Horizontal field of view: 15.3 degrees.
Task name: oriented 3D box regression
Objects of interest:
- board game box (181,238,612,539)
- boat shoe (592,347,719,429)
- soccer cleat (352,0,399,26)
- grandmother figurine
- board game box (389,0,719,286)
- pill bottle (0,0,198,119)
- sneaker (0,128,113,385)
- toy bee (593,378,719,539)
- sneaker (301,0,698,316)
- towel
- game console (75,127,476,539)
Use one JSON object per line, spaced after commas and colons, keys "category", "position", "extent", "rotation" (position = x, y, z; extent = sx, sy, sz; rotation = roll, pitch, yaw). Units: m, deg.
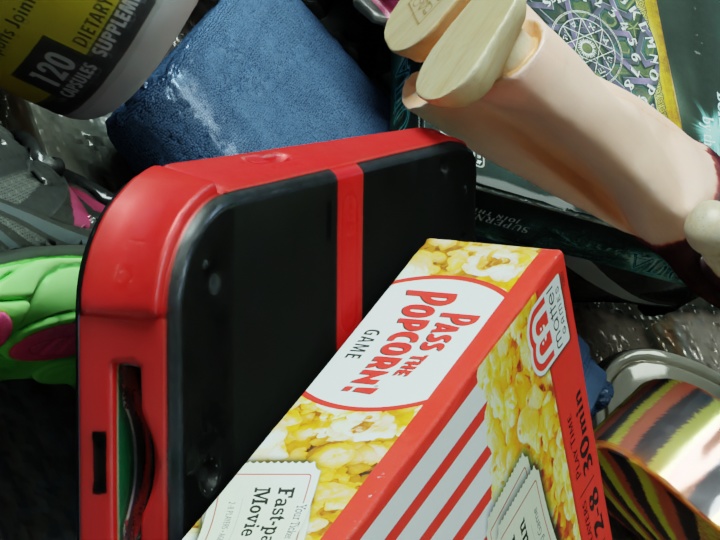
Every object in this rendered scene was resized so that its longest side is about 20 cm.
{"category": "board game box", "position": [0.007, 0.108, 0.712], "extent": [0.200, 0.046, 0.152], "rotation": [-50, 137, -46]}
{"category": "boat shoe", "position": [0.147, 0.093, 1.012], "extent": [0.200, 0.057, 0.067], "rotation": [34, 74, -25]}
{"category": "soccer cleat", "position": [0.014, -0.165, 0.904], "extent": [0.086, 0.070, 0.200], "rotation": [-9, 64, -36]}
{"category": "grandmother figurine", "position": [0.095, -0.024, 0.839], "extent": [0.200, 0.061, 0.121], "rotation": [38, 21, -26]}
{"category": "board game box", "position": [0.076, -0.094, 0.943], "extent": [0.135, 0.028, 0.200], "rotation": [15, 56, -20]}
{"category": "pill bottle", "position": [-0.139, -0.129, 0.745], "extent": [0.200, 0.112, 0.112], "rotation": [24, 42, -19]}
{"category": "sneaker", "position": [-0.090, -0.011, 0.743], "extent": [0.200, 0.077, 0.084], "rotation": [2, 59, -56]}
{"category": "toy bee", "position": [0.154, 0.094, 0.820], "extent": [0.200, 0.109, 0.131], "rotation": [23, 66, 11]}
{"category": "sneaker", "position": [0.057, -0.040, 0.983], "extent": [0.200, 0.098, 0.071], "rotation": [24, 54, -10]}
{"category": "towel", "position": [0.000, 0.000, 0.892], "extent": [0.200, 0.049, 0.112], "rotation": [50, 33, -11]}
{"category": "game console", "position": [-0.018, 0.066, 0.740], "extent": [0.177, 0.031, 0.200], "rotation": [-15, 108, -61]}
